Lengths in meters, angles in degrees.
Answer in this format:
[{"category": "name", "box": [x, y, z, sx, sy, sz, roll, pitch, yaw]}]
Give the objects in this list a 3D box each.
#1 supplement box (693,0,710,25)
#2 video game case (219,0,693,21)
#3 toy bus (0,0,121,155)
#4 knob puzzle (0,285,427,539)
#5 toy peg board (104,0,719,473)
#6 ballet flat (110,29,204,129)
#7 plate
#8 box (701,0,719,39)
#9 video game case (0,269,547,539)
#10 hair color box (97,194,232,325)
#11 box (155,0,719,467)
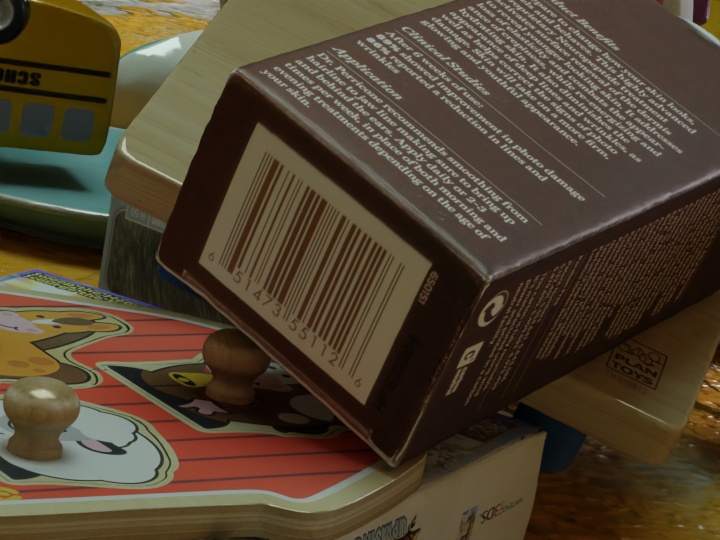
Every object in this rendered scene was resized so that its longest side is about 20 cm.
[{"category": "supplement box", "box": [0.049, -0.133, 1.162, 0.199, 0.104, 0.131, -19, -6, 4]}, {"category": "video game case", "box": [0.034, -0.089, 1.025, 0.199, 0.144, 0.017, 16, 41, 24]}, {"category": "toy bus", "box": [-0.211, -0.103, 1.182, 0.199, 0.079, 0.065, 5, 15, -23]}, {"category": "knob puzzle", "box": [-0.065, 0.028, 0.750, 0.218, 0.031, 0.220, 10, 13, -2]}, {"category": "toy peg board", "box": [0.028, -0.013, 0.919, 0.199, 0.098, 0.199, 26, 39, 4]}, {"category": "ballet flat", "box": [-0.048, -0.088, 1.410, 0.199, 0.070, 0.069, -2, 17, -45]}, {"category": "plate", "box": [-0.116, -0.036, 1.201, 0.199, 0.026, 0.200, 9, 12, -2]}, {"category": "box", "box": [0.094, -0.122, 1.345, 0.198, 0.194, 0.122, 7, 10, -9]}, {"category": "video game case", "box": [-0.071, 0.056, 0.791, 0.199, 0.046, 0.181, 16, 16, 25]}, {"category": "hair color box", "box": [0.000, 0.000, 1.053, 0.099, 0.061, 0.199, 20, 17, 37]}, {"category": "box", "box": [0.043, -0.025, 0.787, 0.100, 0.075, 0.200, 40, 36, 21]}]
